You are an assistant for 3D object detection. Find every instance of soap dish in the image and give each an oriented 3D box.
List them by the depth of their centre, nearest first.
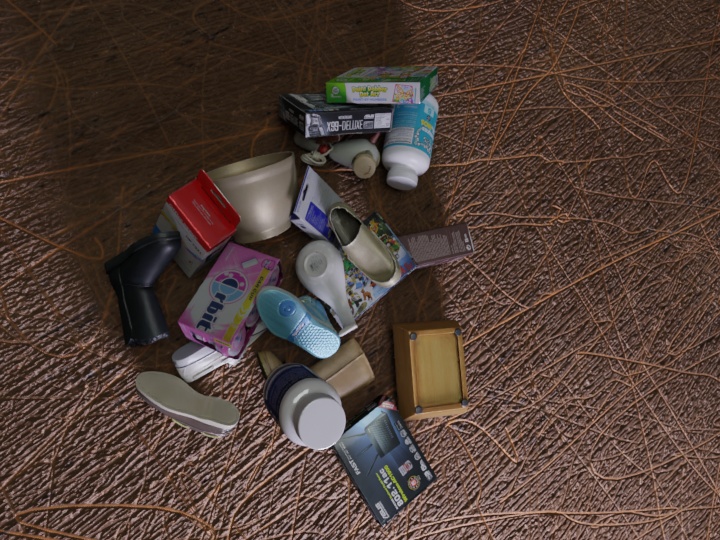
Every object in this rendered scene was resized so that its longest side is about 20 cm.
[{"bbox_3d":[0.152,0.210,1.139,0.154,0.081,0.205,-2,83,-18],"label":"soap dish"}]

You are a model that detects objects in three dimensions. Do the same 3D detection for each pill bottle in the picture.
[{"bbox_3d":[-0.097,0.235,0.928,0.109,0.199,0.114,-1,93,-22],"label":"pill bottle"},{"bbox_3d":[0.107,-0.287,1.191,0.108,0.111,0.205,14,78,-15],"label":"pill bottle"}]

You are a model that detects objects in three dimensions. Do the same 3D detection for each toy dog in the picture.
[{"bbox_3d":[-0.035,-0.275,1.139,0.196,0.133,0.098,11,119,-23],"label":"toy dog"}]

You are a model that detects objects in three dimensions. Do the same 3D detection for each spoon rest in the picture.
[{"bbox_3d":[-0.062,0.034,1.056,0.098,0.061,0.203,-28,73,6],"label":"spoon rest"}]

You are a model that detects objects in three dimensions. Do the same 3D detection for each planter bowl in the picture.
[{"bbox_3d":[-0.207,-0.135,1.033,0.197,0.200,0.138,-21,112,-20],"label":"planter bowl"}]

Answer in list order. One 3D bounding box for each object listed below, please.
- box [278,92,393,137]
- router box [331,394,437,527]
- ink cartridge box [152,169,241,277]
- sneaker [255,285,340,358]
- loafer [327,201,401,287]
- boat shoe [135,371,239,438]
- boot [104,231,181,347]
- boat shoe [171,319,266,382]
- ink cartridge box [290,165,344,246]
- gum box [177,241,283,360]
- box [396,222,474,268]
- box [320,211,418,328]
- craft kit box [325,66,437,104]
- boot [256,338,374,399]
[{"bbox_3d":[-0.053,-0.328,1.113,0.196,0.158,0.051,-11,124,-25],"label":"box"},{"bbox_3d":[0.042,0.380,1.084,0.148,0.062,0.202,-33,92,-19],"label":"router box"},{"bbox_3d":[-0.299,-0.080,0.970,0.117,0.199,0.067,50,54,-3],"label":"ink cartridge box"},{"bbox_3d":[-0.131,0.078,1.031,0.079,0.131,0.200,-42,121,5],"label":"sneaker"},{"bbox_3d":[-0.001,-0.048,1.026,0.076,0.068,0.200,-44,81,11],"label":"loafer"},{"bbox_3d":[-0.323,0.250,0.983,0.197,0.060,0.073,26,34,-15],"label":"boat shoe"},{"bbox_3d":[-0.369,0.038,0.953,0.076,0.197,0.172,-13,81,-60],"label":"boot"},{"bbox_3d":[-0.257,0.149,1.029,0.197,0.070,0.071,-28,118,-24],"label":"boat shoe"},{"bbox_3d":[-0.083,-0.119,1.072,0.038,0.200,0.102,9,73,28],"label":"ink cartridge box"},{"bbox_3d":[-0.239,0.056,0.996,0.111,0.067,0.203,18,58,12],"label":"gum box"},{"bbox_3d":[0.135,-0.044,1.166,0.196,0.100,0.077,-14,85,-21],"label":"box"},{"bbox_3d":[0.000,0.000,1.083,0.199,0.038,0.137,-41,82,12],"label":"box"},{"bbox_3d":[0.050,-0.388,1.115,0.193,0.201,0.050,2,119,17],"label":"craft kit box"},{"bbox_3d":[-0.090,0.194,1.074,0.197,0.066,0.178,-29,103,-20],"label":"boot"}]
